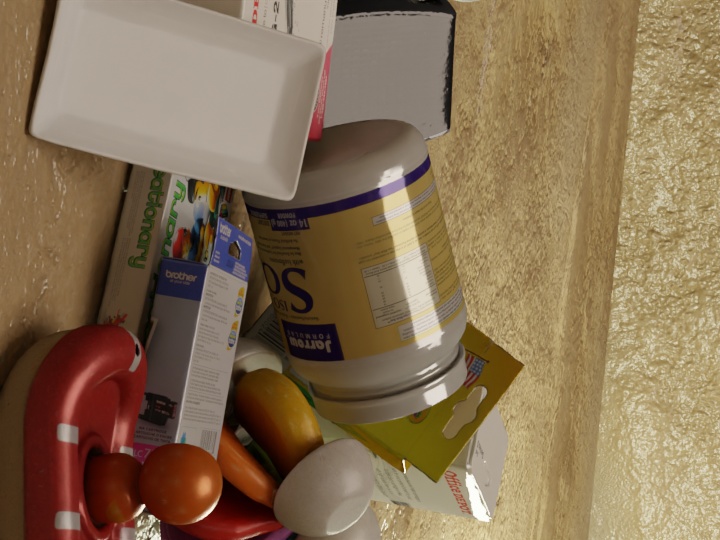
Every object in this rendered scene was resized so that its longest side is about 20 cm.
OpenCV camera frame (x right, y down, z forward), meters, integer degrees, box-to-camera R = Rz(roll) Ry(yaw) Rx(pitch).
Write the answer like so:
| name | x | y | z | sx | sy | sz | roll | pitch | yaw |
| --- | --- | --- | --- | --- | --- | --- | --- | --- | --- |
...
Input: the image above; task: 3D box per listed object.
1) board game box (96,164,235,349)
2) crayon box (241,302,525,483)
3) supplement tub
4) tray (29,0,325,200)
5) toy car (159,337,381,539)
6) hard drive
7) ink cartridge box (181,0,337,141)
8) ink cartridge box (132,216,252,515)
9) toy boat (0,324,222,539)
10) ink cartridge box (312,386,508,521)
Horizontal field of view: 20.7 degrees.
| name | x | y | z | sx | sy | sz | roll | pitch | yaw |
| --- | --- | --- | --- | --- | --- | --- | --- | --- | --- |
| board game box | -0.141 | 0.016 | 1.388 | 0.126 | 0.034 | 0.201 | 42 | 58 | -70 |
| crayon box | 0.018 | 0.074 | 1.609 | 0.127 | 0.200 | 0.051 | -50 | 166 | -14 |
| supplement tub | 0.000 | 0.000 | 1.494 | 0.145 | 0.145 | 0.201 | -50 | 129 | -61 |
| tray | -0.116 | -0.116 | 1.257 | 0.199 | 0.022 | 0.108 | 13 | 91 | -36 |
| toy car | -0.085 | 0.167 | 1.486 | 0.150 | 0.175 | 0.200 | -33 | 146 | -20 |
| hard drive | -0.007 | -0.153 | 1.571 | 0.199 | 0.042 | 0.135 | -10 | 111 | -35 |
| ink cartridge box | -0.087 | -0.168 | 1.393 | 0.200 | 0.084 | 0.145 | -8 | 106 | -72 |
| ink cartridge box | -0.118 | 0.066 | 1.348 | 0.119 | 0.042 | 0.201 | 34 | 68 | -79 |
| toy boat | -0.149 | 0.132 | 1.218 | 0.131 | 0.130 | 0.201 | 40 | 46 | -72 |
| ink cartridge box | 0.019 | 0.142 | 1.702 | 0.146 | 0.199 | 0.084 | 65 | 36 | -62 |
